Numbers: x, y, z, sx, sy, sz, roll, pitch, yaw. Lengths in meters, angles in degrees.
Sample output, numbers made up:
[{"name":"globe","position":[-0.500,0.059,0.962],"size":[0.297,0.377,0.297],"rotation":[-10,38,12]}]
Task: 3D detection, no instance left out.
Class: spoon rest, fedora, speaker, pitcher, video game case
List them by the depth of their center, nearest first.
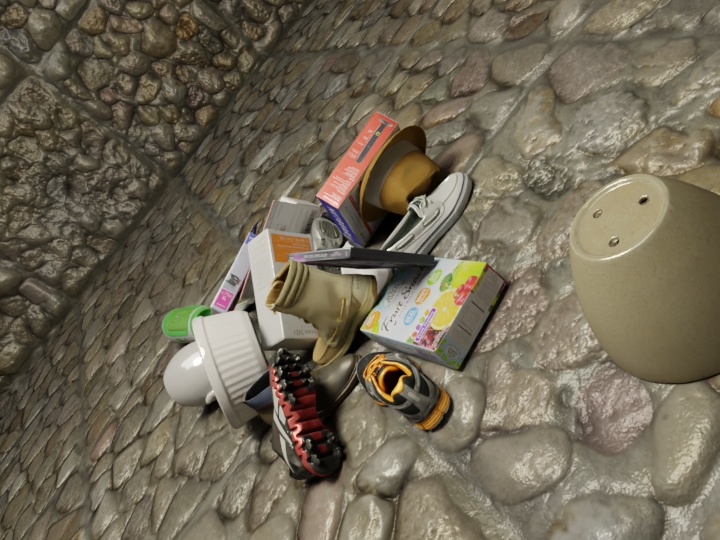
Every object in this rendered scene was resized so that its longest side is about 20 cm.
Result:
[{"name":"video game case","position":[-0.004,-0.017,1.035],"size":[0.200,0.142,0.019],"rotation":[-1,85,59]},{"name":"fedora","position":[0.079,-0.152,1.181],"size":[0.082,0.201,0.201],"rotation":[32,82,21]},{"name":"spoon rest","position":[0.000,0.000,1.192],"size":[0.099,0.061,0.200],"rotation":[-47,27,8]},{"name":"pitcher","position":[-0.277,0.199,1.333],"size":[0.200,0.121,0.172],"rotation":[-33,46,11]},{"name":"speaker","position":[-0.397,0.128,1.615],"size":[0.200,0.088,0.089],"rotation":[-9,49,53]}]

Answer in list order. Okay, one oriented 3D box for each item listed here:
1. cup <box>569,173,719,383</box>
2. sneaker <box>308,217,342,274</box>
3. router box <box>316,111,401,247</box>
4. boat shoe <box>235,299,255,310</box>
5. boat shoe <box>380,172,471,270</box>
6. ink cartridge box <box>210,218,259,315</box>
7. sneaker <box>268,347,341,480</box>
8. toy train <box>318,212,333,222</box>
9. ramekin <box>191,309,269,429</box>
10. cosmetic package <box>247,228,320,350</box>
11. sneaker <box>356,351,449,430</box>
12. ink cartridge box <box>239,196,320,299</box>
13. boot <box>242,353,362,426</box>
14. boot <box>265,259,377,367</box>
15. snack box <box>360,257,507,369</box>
[{"name":"cup","position":[0.290,-0.011,0.677],"size":[0.200,0.143,0.201],"rotation":[-36,32,27]},{"name":"sneaker","position":[-0.075,-0.008,1.319],"size":[0.100,0.078,0.200],"rotation":[-55,22,33]},{"name":"router box","position":[0.016,-0.155,1.224],"size":[0.049,0.200,0.180],"rotation":[32,82,20]},{"name":"boat shoe","position":[-0.244,0.032,1.483],"size":[0.202,0.065,0.075],"rotation":[-34,19,52]},{"name":"boat shoe","position":[0.109,-0.089,1.126],"size":[0.200,0.067,0.073],"rotation":[-57,28,-11]},{"name":"ink cartridge box","position":[-0.236,0.003,1.364],"size":[0.119,0.042,0.201],"rotation":[130,163,-74]},{"name":"sneaker","position":[-0.100,0.216,1.012],"size":[0.098,0.071,0.201],"rotation":[-43,60,38]},{"name":"toy train","position":[-0.134,-0.052,1.486],"size":[0.200,0.034,0.046],"rotation":[-44,25,14]},{"name":"ramekin","position":[-0.209,0.161,1.181],"size":[0.094,0.203,0.202],"rotation":[-21,27,-9]},{"name":"cosmetic package","position":[-0.127,0.035,1.203],"size":[0.071,0.101,0.201],"rotation":[-30,64,44]},{"name":"sneaker","position":[0.042,0.146,0.936],"size":[0.078,0.077,0.200],"rotation":[-58,27,-9]},{"name":"ink cartridge box","position":[-0.167,-0.044,1.333],"size":[0.045,0.176,0.201],"rotation":[25,100,24]},{"name":"boot","position":[-0.092,0.180,1.075],"size":[0.200,0.097,0.075],"rotation":[-41,29,19]},{"name":"boot","position":[-0.079,0.070,1.082],"size":[0.073,0.155,0.200],"rotation":[-100,30,-43]},{"name":"snack box","position":[0.098,0.053,0.986],"size":[0.143,0.053,0.200],"rotation":[-57,26,-13]}]
